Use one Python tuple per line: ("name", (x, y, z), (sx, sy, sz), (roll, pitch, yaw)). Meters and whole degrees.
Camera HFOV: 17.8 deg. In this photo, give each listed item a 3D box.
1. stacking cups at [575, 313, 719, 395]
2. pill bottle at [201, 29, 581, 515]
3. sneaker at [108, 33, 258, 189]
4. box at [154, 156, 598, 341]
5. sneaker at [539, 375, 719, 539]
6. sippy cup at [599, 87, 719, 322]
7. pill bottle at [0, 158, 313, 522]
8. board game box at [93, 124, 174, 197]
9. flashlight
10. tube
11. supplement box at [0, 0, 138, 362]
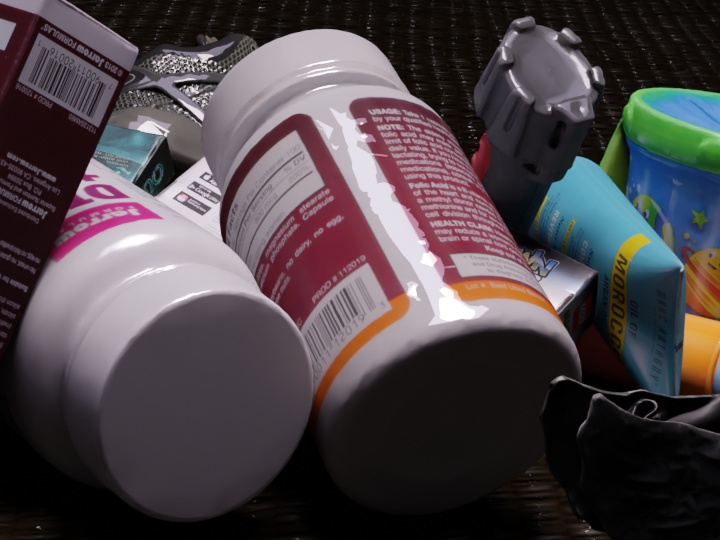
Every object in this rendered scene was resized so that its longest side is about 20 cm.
("stacking cups", (0.198, 0.054, 1.104), (0.199, 0.061, 0.060), (15, 17, 37))
("pill bottle", (0.006, -0.005, 0.982), (0.113, 0.115, 0.201), (-1, 42, -26))
("sneaker", (-0.045, -0.064, 1.246), (0.198, 0.076, 0.115), (21, 50, -11))
("box", (0.000, 0.000, 1.084), (0.199, 0.035, 0.110), (29, 51, 27))
("sneaker", (0.156, 0.089, 0.861), (0.198, 0.105, 0.060), (0, 16, -23))
("sippy cup", (0.191, -0.014, 1.187), (0.138, 0.131, 0.178), (10, 14, -1))
("pill bottle", (-0.107, 0.023, 0.955), (0.113, 0.114, 0.200), (-2, 18, -31))
("board game box", (-0.210, -0.032, 1.139), (0.199, 0.028, 0.136), (13, 49, 21))
("flashlight", (0.062, -0.044, 1.127), (0.067, 0.201, 0.068), (20, 53, 0))
("tube", (0.123, 0.001, 1.098), (0.050, 0.078, 0.200), (-9, 22, -8))
("supplement box", (-0.178, -0.018, 0.902), (0.108, 0.201, 0.061), (20, -6, 38))
